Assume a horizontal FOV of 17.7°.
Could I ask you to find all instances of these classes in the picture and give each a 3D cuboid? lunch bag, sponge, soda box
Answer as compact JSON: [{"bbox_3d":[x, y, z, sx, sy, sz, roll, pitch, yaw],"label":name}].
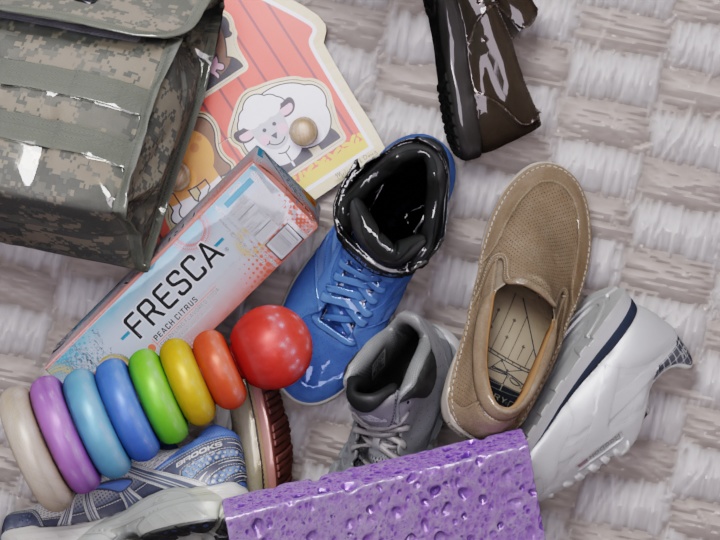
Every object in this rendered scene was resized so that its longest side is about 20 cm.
[{"bbox_3d":[-0.190,-0.119,1.490,0.164,0.118,0.200,12,67,9],"label":"lunch bag"},{"bbox_3d":[0.019,0.175,1.467,0.199,0.030,0.112,-13,113,-6],"label":"sponge"},{"bbox_3d":[-0.116,0.010,1.529,0.200,0.068,0.064,-44,99,8],"label":"soda box"}]

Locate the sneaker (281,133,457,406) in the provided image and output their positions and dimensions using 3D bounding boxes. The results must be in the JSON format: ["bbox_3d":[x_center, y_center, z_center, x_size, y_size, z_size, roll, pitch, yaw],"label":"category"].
[{"bbox_3d":[-0.001,-0.001,1.514,0.077,0.111,0.200,32,93,3],"label":"sneaker"}]

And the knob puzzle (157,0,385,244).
[{"bbox_3d":[-0.108,-0.115,1.559,0.219,0.030,0.220,0,91,3],"label":"knob puzzle"}]

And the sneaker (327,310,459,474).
[{"bbox_3d":[0.005,0.117,1.495,0.075,0.116,0.200,12,77,18],"label":"sneaker"}]

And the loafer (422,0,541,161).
[{"bbox_3d":[0.081,-0.176,1.536,0.071,0.073,0.201,-8,96,-7],"label":"loafer"}]

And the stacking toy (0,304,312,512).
[{"bbox_3d":[-0.125,0.077,1.472,0.200,0.085,0.086,-24,90,-1],"label":"stacking toy"}]

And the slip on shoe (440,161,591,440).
[{"bbox_3d":[0.107,0.015,1.505,0.076,0.061,0.200,26,68,-7],"label":"slip on shoe"}]

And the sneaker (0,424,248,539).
[{"bbox_3d":[-0.153,0.149,1.534,0.200,0.077,0.085,-13,62,28],"label":"sneaker"}]

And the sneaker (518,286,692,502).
[{"bbox_3d":[0.137,0.108,1.527,0.080,0.076,0.200,40,89,-19],"label":"sneaker"}]

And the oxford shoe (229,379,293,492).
[{"bbox_3d":[-0.083,0.147,1.544,0.074,0.071,0.201,-5,89,10],"label":"oxford shoe"}]
